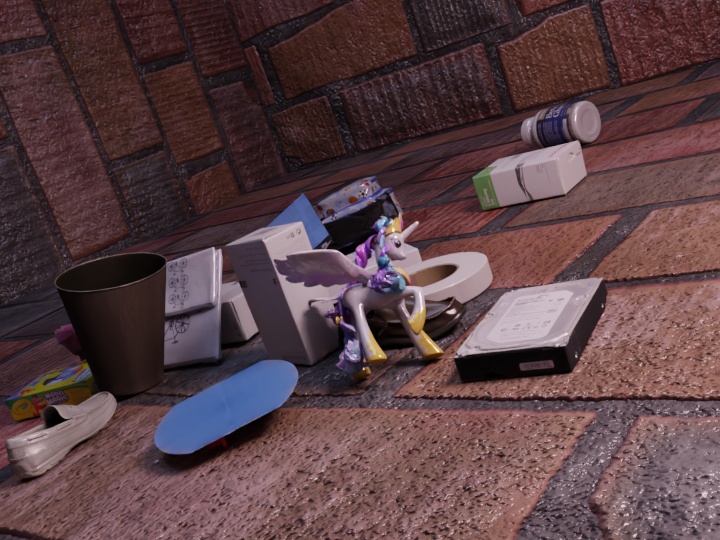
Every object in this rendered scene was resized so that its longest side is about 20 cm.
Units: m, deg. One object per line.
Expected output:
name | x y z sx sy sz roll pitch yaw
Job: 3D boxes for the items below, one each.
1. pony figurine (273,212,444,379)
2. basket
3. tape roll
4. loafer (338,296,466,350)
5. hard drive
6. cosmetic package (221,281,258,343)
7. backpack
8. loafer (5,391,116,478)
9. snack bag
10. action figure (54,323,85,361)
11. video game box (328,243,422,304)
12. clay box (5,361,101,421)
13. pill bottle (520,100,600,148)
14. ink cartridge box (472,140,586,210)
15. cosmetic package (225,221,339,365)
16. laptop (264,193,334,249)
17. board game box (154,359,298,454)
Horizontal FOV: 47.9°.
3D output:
pony figurine | 0.003 0.034 1.070 0.192 0.201 0.167 -17 -23 12
basket | -0.393 0.091 1.336 0.180 0.201 0.136 -19 28 -31
tape roll | 0.112 0.024 1.298 0.202 0.037 0.203 -18 13 4
loafer | 0.050 0.065 1.144 0.199 0.072 0.073 -14 14 22
hard drive | 0.212 0.068 0.984 0.139 0.038 0.200 -10 15 33
cosmetic package | -0.262 0.080 1.475 0.199 0.081 0.113 -10 18 32
backpack | 0.002 -0.125 1.833 0.199 0.155 0.190 -17 3 23
loafer | -0.435 0.226 1.190 0.070 0.070 0.200 -13 15 25
snack bag | -0.313 0.074 1.410 0.188 0.201 0.021 -13 -19 33
action figure | -0.458 0.117 1.467 0.200 0.149 0.134 -15 16 35
video game box | 0.000 0.000 1.534 0.199 0.047 0.182 -21 15 -7
clay box | -0.508 0.203 1.434 0.199 0.048 0.115 -16 14 17
pill bottle | 0.534 -0.386 2.181 0.111 0.111 0.200 -28 16 -34
ink cartridge box | 0.367 -0.204 1.747 0.200 0.085 0.146 -8 18 38
cosmetic package | -0.111 0.036 1.214 0.081 0.201 0.113 -28 13 -38
laptop | -0.160 -0.034 1.612 0.187 0.116 0.200 -41 8 17
board game box | -0.164 0.187 1.041 0.200 0.039 0.158 -27 19 -10
